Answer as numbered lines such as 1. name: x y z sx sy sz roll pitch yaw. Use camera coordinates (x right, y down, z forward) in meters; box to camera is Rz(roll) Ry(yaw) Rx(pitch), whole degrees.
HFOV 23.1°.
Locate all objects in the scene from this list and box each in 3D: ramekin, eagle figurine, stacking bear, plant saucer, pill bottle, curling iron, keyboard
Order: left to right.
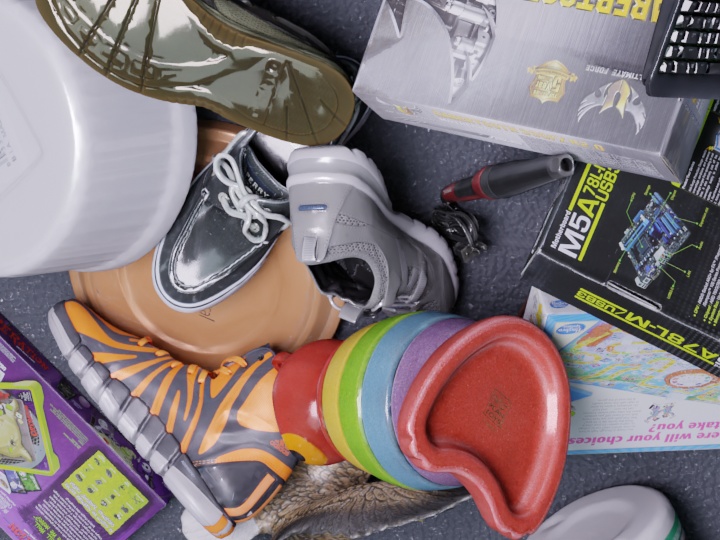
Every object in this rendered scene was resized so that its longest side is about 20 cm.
1. ramekin: -0.209 -0.091 1.112 0.200 0.098 0.202 8 105 32
2. plant saucer: -0.106 -0.002 1.199 0.199 0.032 0.201 5 113 11
3. eagle figurine: -0.007 0.148 1.186 0.152 0.151 0.200 46 127 16
4. stacking bear: 0.021 0.081 1.064 0.121 0.114 0.200 41 155 -30
5. curling iron: 0.088 -0.045 1.071 0.025 0.200 0.050 -29 89 -21
6. pill bottle: 0.195 0.257 1.189 0.113 0.113 0.201 -21 106 20
7. keyboard: 0.223 -0.152 0.946 0.021 0.199 0.128 25 111 36

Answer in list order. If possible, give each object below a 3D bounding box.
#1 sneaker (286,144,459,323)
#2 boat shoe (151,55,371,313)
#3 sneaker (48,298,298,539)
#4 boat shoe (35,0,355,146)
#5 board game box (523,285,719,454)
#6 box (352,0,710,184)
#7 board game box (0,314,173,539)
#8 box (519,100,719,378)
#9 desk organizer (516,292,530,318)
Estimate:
1. sneaker: 0.000 0.000 1.104 0.074 0.082 0.200 -2 155 28
2. boat shoe: -0.063 -0.053 1.118 0.199 0.068 0.074 -45 92 6
3. sneaker: -0.115 0.073 1.180 0.112 0.078 0.200 -41 76 -7
4. boat shoe: -0.096 -0.136 1.050 0.200 0.066 0.072 23 110 -5
5. board game box: 0.193 0.058 1.089 0.199 0.034 0.135 -1 136 -11
6. box: 0.111 -0.148 1.006 0.199 0.048 0.159 16 80 30
7. board game box: -0.244 0.128 1.284 0.120 0.032 0.200 -41 97 19
8. box: 0.216 -0.040 1.030 0.192 0.201 0.048 24 154 2
9. desk organizer: 0.149 0.020 1.124 0.071 0.077 0.201 28 115 1
